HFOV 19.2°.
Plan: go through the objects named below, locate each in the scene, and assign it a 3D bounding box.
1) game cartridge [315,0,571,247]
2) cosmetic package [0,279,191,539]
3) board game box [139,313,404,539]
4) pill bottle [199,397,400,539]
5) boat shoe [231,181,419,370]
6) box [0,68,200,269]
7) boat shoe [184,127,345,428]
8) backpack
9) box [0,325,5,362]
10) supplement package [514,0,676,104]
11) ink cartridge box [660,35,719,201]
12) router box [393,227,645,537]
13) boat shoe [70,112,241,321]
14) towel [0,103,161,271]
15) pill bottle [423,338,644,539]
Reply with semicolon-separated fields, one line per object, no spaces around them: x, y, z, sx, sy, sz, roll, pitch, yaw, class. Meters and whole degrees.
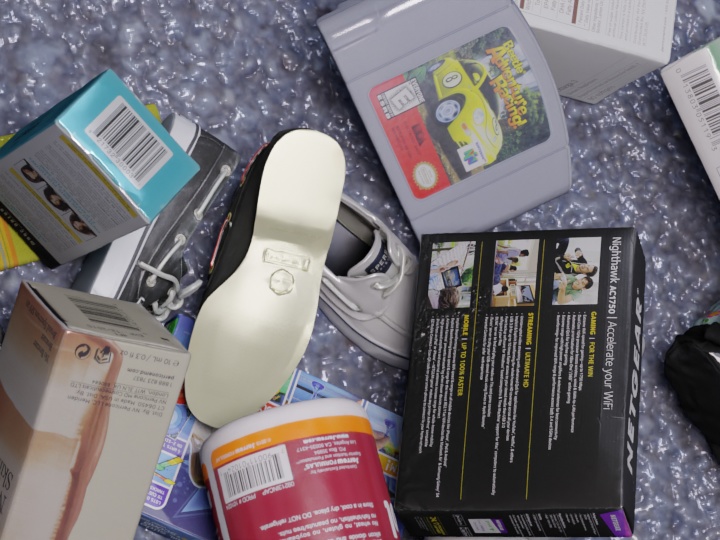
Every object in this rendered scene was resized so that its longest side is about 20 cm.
0.067;-0.115;1.451;0.132;0.041;0.201;-27;121;-1;game cartridge
-0.183;0.120;1.281;0.087;0.103;0.201;12;100;-29;cosmetic package
-0.060;0.132;1.414;0.199;0.034;0.136;26;69;-14;board game box
-0.026;0.190;1.319;0.112;0.113;0.201;-7;73;-24;pill bottle
0.000;0.000;1.453;0.199;0.065;0.074;34;67;-12;boat shoe
-0.173;-0.058;1.303;0.082;0.200;0.049;48;67;-12;box
-0.063;0.005;1.384;0.073;0.063;0.203;19;88;-11;boat shoe
0.323;0.053;1.543;0.200;0.126;0.167;-40;106;-26;backpack
-0.332;0.036;1.288;0.199;0.079;0.142;-27;96;-24;box
0.114;-0.209;1.520;0.199;0.117;0.118;13;76;-19;supplement package
0.306;-0.104;1.560;0.200;0.050;0.162;-30;95;-53;ink cartridge box
0.106;0.071;1.377;0.148;0.051;0.201;-2;62;16;router box
-0.141;-0.002;1.388;0.068;0.074;0.200;30;71;-16;boat shoe
-0.216;-0.049;1.403;0.199;0.018;0.087;-16;90;-26;towel
0.113;0.117;1.448;0.110;0.111;0.201;29;69;-14;pill bottle
